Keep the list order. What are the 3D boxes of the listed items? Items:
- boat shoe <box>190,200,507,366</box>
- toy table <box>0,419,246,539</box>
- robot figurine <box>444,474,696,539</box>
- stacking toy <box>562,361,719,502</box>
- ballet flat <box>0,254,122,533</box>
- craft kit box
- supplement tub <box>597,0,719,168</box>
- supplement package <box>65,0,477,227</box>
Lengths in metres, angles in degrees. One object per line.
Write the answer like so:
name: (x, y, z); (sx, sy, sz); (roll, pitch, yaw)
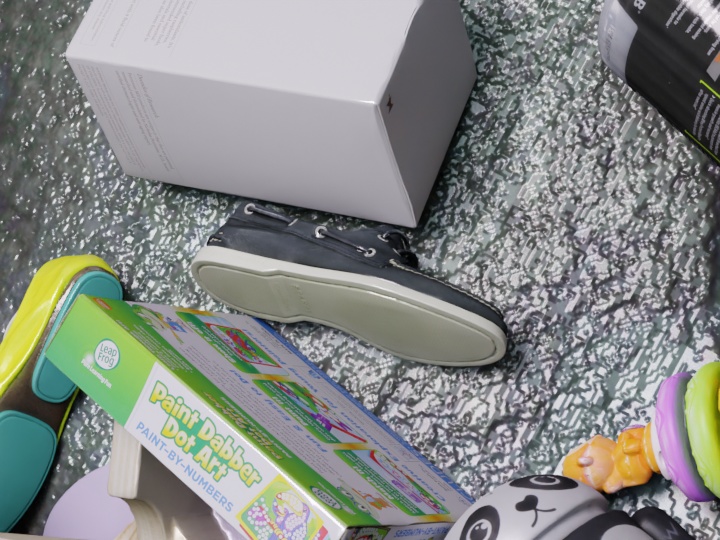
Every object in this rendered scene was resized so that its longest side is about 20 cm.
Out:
boat shoe: (0.000, 0.001, 1.127); (0.197, 0.075, 0.067); (11, 58, 25)
toy table: (-0.115, 0.169, 1.083); (0.198, 0.117, 0.186); (-7, 82, 22)
robot figurine: (0.125, 0.196, 0.997); (0.200, 0.150, 0.125); (44, 105, 24)
stacking toy: (0.198, 0.088, 1.028); (0.198, 0.116, 0.111); (-15, 75, 29)
ballet flat: (-0.213, 0.079, 1.190); (0.067, 0.067, 0.201); (19, 78, 44)
craft kit box: (-0.044, 0.092, 1.046); (0.200, 0.197, 0.049); (39, 99, 25)
supplement tub: (0.234, -0.102, 1.044); (0.123, 0.122, 0.200); (-45, 67, 3)
supplement package: (-0.049, -0.120, 1.135); (0.198, 0.120, 0.122); (11, 59, 22)
